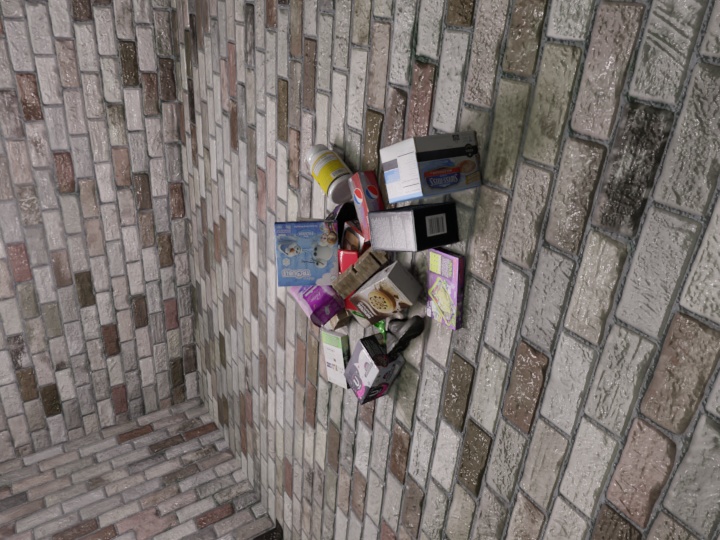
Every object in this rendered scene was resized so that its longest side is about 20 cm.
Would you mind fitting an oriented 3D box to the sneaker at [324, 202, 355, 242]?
[{"bbox_3d":[-0.096,-0.135,1.763,0.076,0.201,0.087,44,164,-26],"label":"sneaker"}]

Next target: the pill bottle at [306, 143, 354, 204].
[{"bbox_3d":[-0.096,-0.318,1.735,0.201,0.110,0.112,56,142,31],"label":"pill bottle"}]

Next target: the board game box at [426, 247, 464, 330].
[{"bbox_3d":[0.226,0.046,1.439,0.120,0.032,0.204,30,126,54],"label":"board game box"}]

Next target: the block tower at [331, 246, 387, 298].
[{"bbox_3d":[0.000,0.000,1.611,0.200,0.058,0.054,-43,103,16],"label":"block tower"}]

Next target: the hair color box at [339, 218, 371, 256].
[{"bbox_3d":[-0.018,-0.055,1.743,0.101,0.061,0.202,41,133,32],"label":"hair color box"}]

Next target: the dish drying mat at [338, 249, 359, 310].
[{"bbox_3d":[-0.026,0.032,1.686,0.076,0.018,0.204,5,114,28],"label":"dish drying mat"}]

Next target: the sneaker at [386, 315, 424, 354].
[{"bbox_3d":[0.120,0.178,1.615,0.200,0.075,0.092,-51,51,48],"label":"sneaker"}]

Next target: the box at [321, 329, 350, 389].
[{"bbox_3d":[-0.087,0.333,2.027,0.143,0.036,0.204,7,108,56],"label":"box"}]

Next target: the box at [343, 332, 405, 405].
[{"bbox_3d":[0.040,0.320,1.746,0.133,0.113,0.202,55,142,31],"label":"box"}]

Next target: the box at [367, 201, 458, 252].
[{"bbox_3d":[0.135,-0.114,1.411,0.199,0.146,0.109,7,107,57],"label":"box"}]

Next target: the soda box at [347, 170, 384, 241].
[{"bbox_3d":[0.027,-0.196,1.630,0.070,0.063,0.204,-22,83,58],"label":"soda box"}]

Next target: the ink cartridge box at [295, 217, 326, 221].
[{"bbox_3d":[-0.155,-0.082,1.815,0.085,0.142,0.202,105,165,-45],"label":"ink cartridge box"}]

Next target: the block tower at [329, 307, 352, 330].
[{"bbox_3d":[-0.073,0.158,1.863,0.200,0.057,0.055,119,129,-70],"label":"block tower"}]

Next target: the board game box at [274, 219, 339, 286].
[{"bbox_3d":[-0.167,-0.053,1.683,0.043,0.196,0.203,-104,12,-75],"label":"board game box"}]

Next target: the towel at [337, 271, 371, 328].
[{"bbox_3d":[-0.003,0.081,1.730,0.201,0.034,0.132,52,134,0],"label":"towel"}]

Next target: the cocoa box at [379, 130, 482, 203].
[{"bbox_3d":[0.168,-0.242,1.265,0.133,0.197,0.134,-3,99,56],"label":"cocoa box"}]

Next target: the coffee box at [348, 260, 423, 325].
[{"bbox_3d":[0.072,0.069,1.577,0.113,0.080,0.199,46,139,-10],"label":"coffee box"}]

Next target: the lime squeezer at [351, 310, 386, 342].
[{"bbox_3d":[0.052,0.167,1.658,0.200,0.070,0.038,39,105,52],"label":"lime squeezer"}]

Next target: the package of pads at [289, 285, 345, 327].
[{"bbox_3d":[-0.146,0.088,1.769,0.076,0.120,0.200,51,176,-38],"label":"package of pads"}]
